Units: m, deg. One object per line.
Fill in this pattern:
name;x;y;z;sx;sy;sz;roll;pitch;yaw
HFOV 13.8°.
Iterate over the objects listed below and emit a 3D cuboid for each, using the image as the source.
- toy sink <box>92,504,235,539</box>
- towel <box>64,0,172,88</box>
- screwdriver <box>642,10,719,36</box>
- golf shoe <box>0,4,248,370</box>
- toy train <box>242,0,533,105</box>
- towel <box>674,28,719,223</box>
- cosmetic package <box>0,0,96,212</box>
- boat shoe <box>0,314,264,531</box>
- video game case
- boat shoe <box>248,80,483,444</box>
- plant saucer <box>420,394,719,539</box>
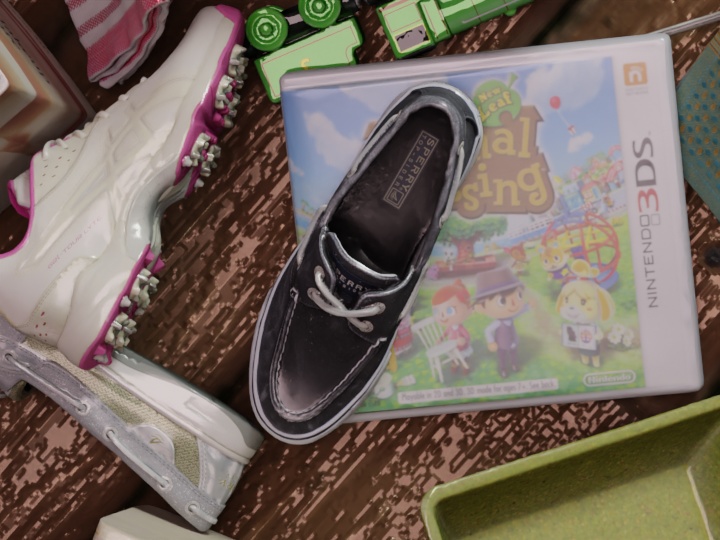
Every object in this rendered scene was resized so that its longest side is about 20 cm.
toy sink;-0.050;0.210;1.489;0.199;0.130;0.112;23;92;7
towel;-0.151;-0.202;1.507;0.030;0.146;0.201;-23;83;-18
screwdriver;0.107;-0.106;1.532;0.199;0.029;0.028;-17;86;3
golf shoe;-0.123;-0.054;1.492;0.091;0.075;0.201;23;74;7
toy train;0.032;-0.141;1.534;0.199;0.042;0.057;-22;95;7
towel;0.226;-0.082;1.435;0.147;0.022;0.200;57;138;25
cosmetic package;-0.209;-0.093;1.485;0.087;0.200;0.103;-40;85;4
boat shoe;-0.149;0.061;1.537;0.201;0.074;0.065;28;88;1
video game case;0.066;-0.020;1.517;0.199;0.022;0.183;-5;98;8
boat shoe;0.000;0.000;1.482;0.072;0.068;0.200;31;101;2
plant saucer;0.130;0.181;1.470;0.199;0.048;0.200;-15;86;-28
